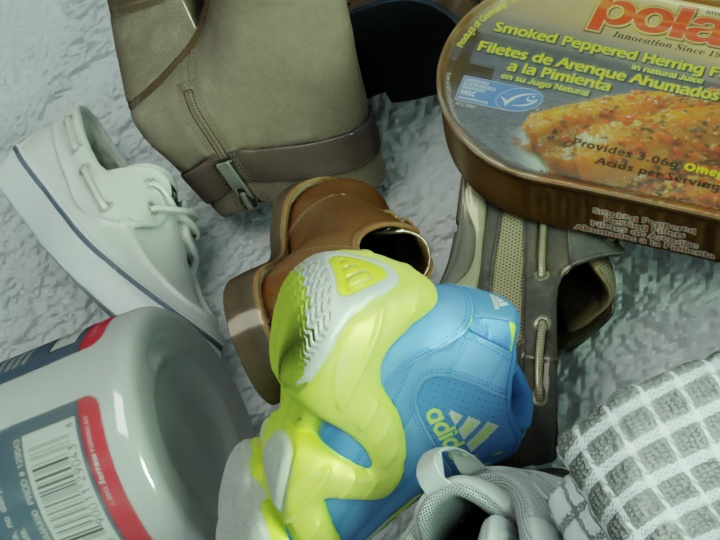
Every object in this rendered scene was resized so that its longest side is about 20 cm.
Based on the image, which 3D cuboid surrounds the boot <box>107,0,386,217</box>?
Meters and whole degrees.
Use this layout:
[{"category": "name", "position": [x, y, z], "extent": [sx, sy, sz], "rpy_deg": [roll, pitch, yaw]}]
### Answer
[{"category": "boot", "position": [-0.026, -0.099, 1.047], "extent": [0.200, 0.146, 0.070], "rpy_deg": [-9, 29, 39]}]

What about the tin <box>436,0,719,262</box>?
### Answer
[{"category": "tin", "position": [0.129, -0.061, 0.944], "extent": [0.199, 0.042, 0.112], "rpy_deg": [13, 61, 15]}]

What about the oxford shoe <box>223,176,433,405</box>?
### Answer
[{"category": "oxford shoe", "position": [0.000, 0.000, 0.969], "extent": [0.071, 0.071, 0.200], "rpy_deg": [-23, 14, 13]}]

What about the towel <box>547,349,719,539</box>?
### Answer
[{"category": "towel", "position": [0.183, 0.086, 0.747], "extent": [0.200, 0.086, 0.166], "rpy_deg": [-22, 57, -16]}]

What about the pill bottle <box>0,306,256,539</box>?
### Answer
[{"category": "pill bottle", "position": [-0.152, 0.103, 1.000], "extent": [0.200, 0.120, 0.120], "rpy_deg": [-21, 48, 19]}]

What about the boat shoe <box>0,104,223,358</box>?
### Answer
[{"category": "boat shoe", "position": [-0.111, -0.021, 1.098], "extent": [0.065, 0.074, 0.200], "rpy_deg": [-47, 46, 1]}]

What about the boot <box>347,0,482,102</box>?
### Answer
[{"category": "boot", "position": [-0.013, -0.127, 1.129], "extent": [0.200, 0.075, 0.097], "rpy_deg": [0, 40, 34]}]

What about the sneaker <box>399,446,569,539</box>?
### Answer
[{"category": "sneaker", "position": [0.059, 0.156, 0.802], "extent": [0.075, 0.115, 0.200], "rpy_deg": [-19, 64, 25]}]

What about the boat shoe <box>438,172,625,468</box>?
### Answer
[{"category": "boat shoe", "position": [0.073, 0.004, 0.970], "extent": [0.073, 0.075, 0.200], "rpy_deg": [10, 57, 11]}]

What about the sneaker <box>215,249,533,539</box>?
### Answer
[{"category": "sneaker", "position": [0.008, 0.077, 0.872], "extent": [0.105, 0.200, 0.076], "rpy_deg": [4, 46, -14]}]
